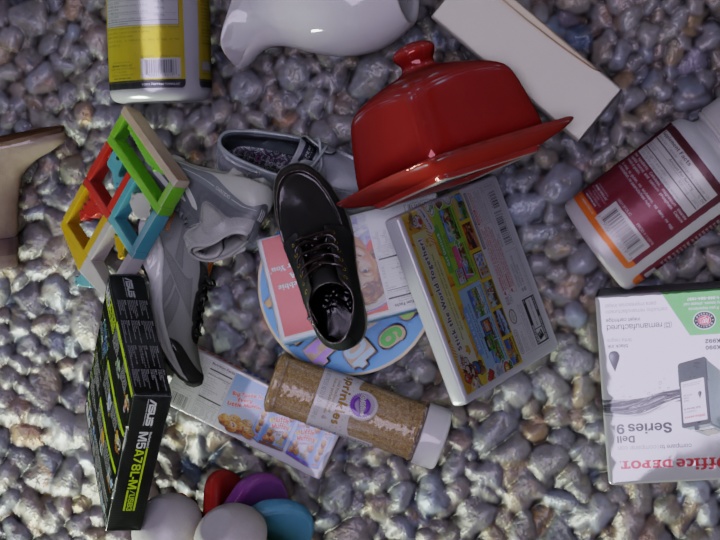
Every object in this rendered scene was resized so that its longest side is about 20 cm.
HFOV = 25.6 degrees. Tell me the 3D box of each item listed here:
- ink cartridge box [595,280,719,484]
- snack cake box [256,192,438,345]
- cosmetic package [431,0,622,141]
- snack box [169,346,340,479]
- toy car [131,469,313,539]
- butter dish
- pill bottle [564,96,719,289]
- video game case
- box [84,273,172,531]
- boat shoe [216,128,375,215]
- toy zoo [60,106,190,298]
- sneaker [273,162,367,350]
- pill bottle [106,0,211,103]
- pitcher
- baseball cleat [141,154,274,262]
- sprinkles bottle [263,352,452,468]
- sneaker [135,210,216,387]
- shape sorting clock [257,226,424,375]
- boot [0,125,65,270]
[{"bbox_3d":[0.325,0.117,1.662,0.145,0.084,0.202,-4,94,11],"label":"ink cartridge box"},{"bbox_3d":[0.000,0.000,1.685,0.199,0.067,0.116,-14,86,1],"label":"snack cake box"},{"bbox_3d":[0.174,-0.224,1.653,0.200,0.104,0.073,40,99,4],"label":"cosmetic package"},{"bbox_3d":[-0.119,0.157,1.775,0.199,0.024,0.072,26,97,7],"label":"snack box"},{"bbox_3d":[-0.135,0.289,1.729,0.199,0.175,0.151,3,52,35],"label":"toy car"},{"bbox_3d":[0.075,-0.159,1.597,0.199,0.199,0.149,-19,88,-32],"label":"butter dish"},{"bbox_3d":[0.320,-0.083,1.632,0.200,0.114,0.114,-37,88,10],"label":"pill bottle"},{"bbox_3d":[0.119,0.017,1.647,0.023,0.182,0.201,-17,95,42],"label":"video game case"},{"bbox_3d":[-0.250,0.139,1.684,0.047,0.200,0.194,4,125,-21],"label":"box"},{"bbox_3d":[-0.063,-0.110,1.709,0.199,0.072,0.070,11,62,11],"label":"boat shoe"},{"bbox_3d":[-0.267,-0.060,1.737,0.131,0.020,0.200,52,121,34],"label":"toy zoo"},{"bbox_3d":[-0.039,-0.019,1.600,0.074,0.106,0.201,-19,85,0],"label":"sneaker"},{"bbox_3d":[-0.218,-0.282,1.713,0.111,0.112,0.202,0,94,10],"label":"pill bottle"},{"bbox_3d":[-0.044,-0.308,1.687,0.199,0.121,0.173,-6,78,22],"label":"pitcher"},{"bbox_3d":[-0.183,-0.068,1.703,0.199,0.070,0.107,9,72,42],"label":"baseball cleat"},{"bbox_3d":[-0.003,0.152,1.721,0.199,0.068,0.069,19,98,1],"label":"sprinkles bottle"},{"bbox_3d":[-0.194,0.028,1.745,0.079,0.074,0.202,-11,82,2],"label":"sneaker"},{"bbox_3d":[-0.015,0.015,1.738,0.198,0.039,0.202,1,95,10],"label":"shape sorting clock"},{"bbox_3d":[-0.412,-0.075,1.793,0.199,0.070,0.147,-10,99,12],"label":"boot"}]
